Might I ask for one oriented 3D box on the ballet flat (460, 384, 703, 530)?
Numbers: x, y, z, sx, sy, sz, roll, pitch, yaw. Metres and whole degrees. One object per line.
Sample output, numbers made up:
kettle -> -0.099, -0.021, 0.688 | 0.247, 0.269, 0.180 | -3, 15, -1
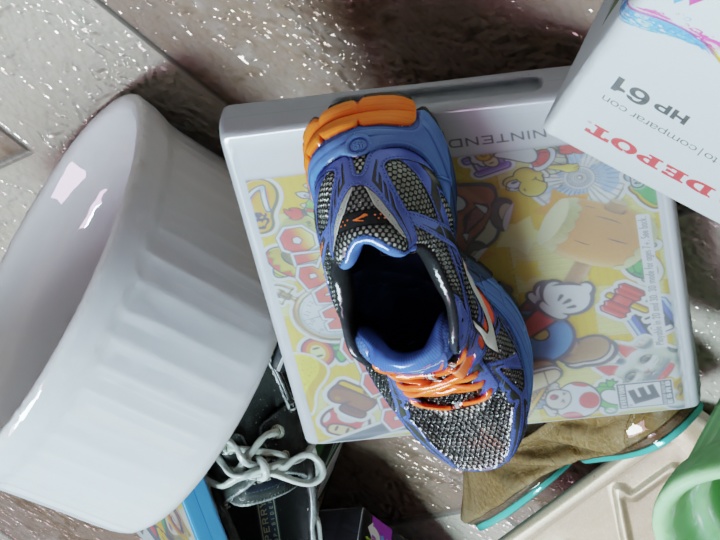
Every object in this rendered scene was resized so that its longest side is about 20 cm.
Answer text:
ballet flat -> 0.091, 0.071, 1.397 | 0.072, 0.068, 0.200 | 51, 150, -3

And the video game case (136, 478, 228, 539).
video game case -> -0.124, 0.100, 1.544 | 0.200, 0.018, 0.143 | 38, 152, 54

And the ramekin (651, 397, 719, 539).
ramekin -> 0.240, 0.105, 1.271 | 0.199, 0.098, 0.200 | 21, 153, 11

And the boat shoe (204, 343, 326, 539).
boat shoe -> -0.056, 0.096, 1.488 | 0.073, 0.068, 0.200 | -11, 121, -11

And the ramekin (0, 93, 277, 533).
ramekin -> -0.113, 0.027, 1.354 | 0.098, 0.201, 0.200 | 28, 155, -18

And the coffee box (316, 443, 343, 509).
coffee box -> -0.078, 0.114, 1.640 | 0.123, 0.044, 0.200 | 25, 154, 2

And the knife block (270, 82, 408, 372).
knife block -> 0.000, 0.000, 1.341 | 0.175, 0.064, 0.200 | 2, 144, 39

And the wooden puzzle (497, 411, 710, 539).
wooden puzzle -> 0.158, 0.175, 1.449 | 0.200, 0.046, 0.185 | -37, 105, 27

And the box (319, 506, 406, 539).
box -> -0.010, 0.194, 1.664 | 0.143, 0.036, 0.200 | -8, 148, 30

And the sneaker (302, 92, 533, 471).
sneaker -> 0.021, 0.022, 1.179 | 0.075, 0.079, 0.200 | -13, 134, 16

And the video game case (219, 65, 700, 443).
video game case -> 0.048, -0.003, 1.225 | 0.181, 0.023, 0.200 | -6, 136, 8

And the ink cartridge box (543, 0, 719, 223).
ink cartridge box -> 0.168, -0.087, 1.008 | 0.144, 0.085, 0.200 | 28, 155, -2
